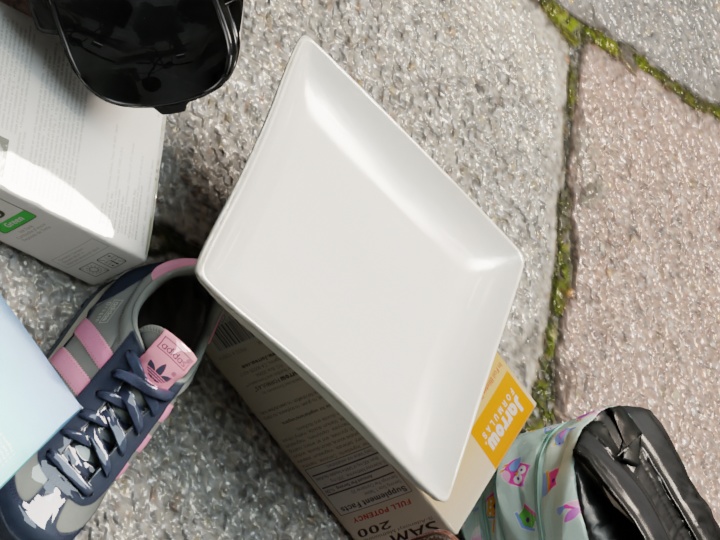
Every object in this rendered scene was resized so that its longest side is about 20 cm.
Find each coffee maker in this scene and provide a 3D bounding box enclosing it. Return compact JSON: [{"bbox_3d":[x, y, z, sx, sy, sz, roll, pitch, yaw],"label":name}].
[{"bbox_3d":[-0.117,-0.211,1.427,0.192,0.135,0.200,50,26,-20],"label":"coffee maker"}]

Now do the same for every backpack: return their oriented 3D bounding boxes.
[{"bbox_3d":[0.149,0.185,1.576,0.167,0.126,0.200,-21,87,-60],"label":"backpack"}]

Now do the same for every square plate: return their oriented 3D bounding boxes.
[{"bbox_3d":[0.000,0.000,1.463,0.200,0.028,0.198,44,42,-23],"label":"square plate"}]

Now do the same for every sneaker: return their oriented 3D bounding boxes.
[{"bbox_3d":[-0.130,0.065,1.373,0.070,0.082,0.200,45,46,-23],"label":"sneaker"}]

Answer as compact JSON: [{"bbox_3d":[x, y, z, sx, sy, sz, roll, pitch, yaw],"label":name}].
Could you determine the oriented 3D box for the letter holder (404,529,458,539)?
[{"bbox_3d":[0.021,0.255,1.398,0.100,0.142,0.200,-26,92,-48],"label":"letter holder"}]

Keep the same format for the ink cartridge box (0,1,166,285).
[{"bbox_3d":[-0.196,-0.082,1.395,0.200,0.050,0.109,27,55,-34],"label":"ink cartridge box"}]

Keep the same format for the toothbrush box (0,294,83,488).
[{"bbox_3d":[-0.244,0.102,1.191,0.085,0.146,0.200,56,42,-11],"label":"toothbrush box"}]

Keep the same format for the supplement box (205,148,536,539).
[{"bbox_3d":[-0.001,0.049,1.519,0.200,0.073,0.126,52,44,-16],"label":"supplement box"}]
